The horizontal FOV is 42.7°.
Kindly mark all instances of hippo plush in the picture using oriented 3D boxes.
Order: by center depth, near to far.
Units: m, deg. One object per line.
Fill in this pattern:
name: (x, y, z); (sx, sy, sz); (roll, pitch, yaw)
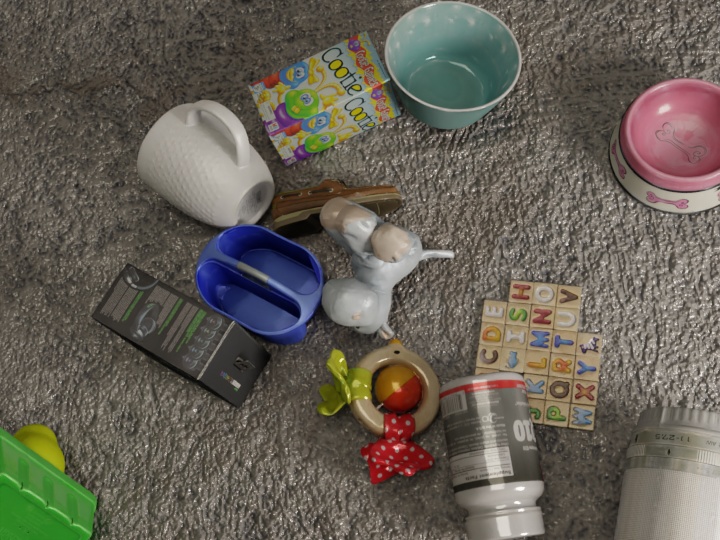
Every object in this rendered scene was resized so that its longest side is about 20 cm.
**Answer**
hippo plush: (0.000, 0.000, 1.285); (0.159, 0.200, 0.161); (29, 96, 25)

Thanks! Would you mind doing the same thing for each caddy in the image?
caddy: (-0.141, 0.018, 1.327); (0.200, 0.105, 0.142); (26, 77, 20)

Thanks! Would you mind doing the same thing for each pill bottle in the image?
pill bottle: (0.169, 0.238, 1.169); (0.114, 0.114, 0.200); (-11, 71, 8)

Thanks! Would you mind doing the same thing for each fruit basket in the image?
fruit basket: (-0.469, 0.301, 1.261); (0.216, 0.216, 0.156); (39, 80, 22)

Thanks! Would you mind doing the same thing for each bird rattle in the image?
bird rattle: (0.039, 0.177, 1.235); (0.163, 0.113, 0.200); (-38, 67, -24)

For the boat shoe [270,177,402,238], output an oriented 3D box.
boat shoe: (-0.040, -0.107, 1.375); (0.200, 0.072, 0.068); (-11, 67, 6)

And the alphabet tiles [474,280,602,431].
alphabet tiles: (0.245, 0.111, 1.265); (0.167, 0.008, 0.200); (6, 70, 14)

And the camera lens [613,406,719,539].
camera lens: (0.389, 0.278, 1.085); (0.160, 0.160, 0.200); (10, 71, 15)

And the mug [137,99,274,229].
mug: (-0.218, -0.162, 1.369); (0.175, 0.200, 0.148); (36, 49, 20)

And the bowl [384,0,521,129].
bowl: (0.132, -0.293, 1.382); (0.200, 0.105, 0.201); (1, 66, -3)

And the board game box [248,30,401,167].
board game box: (-0.054, -0.264, 1.423); (0.200, 0.103, 0.105); (-25, 66, 2)

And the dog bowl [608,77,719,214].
dog bowl: (0.456, -0.184, 1.301); (0.200, 0.074, 0.201); (-4, 68, 11)

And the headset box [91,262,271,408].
headset box: (-0.239, 0.097, 1.280); (0.200, 0.174, 0.093); (26, 77, 21)
